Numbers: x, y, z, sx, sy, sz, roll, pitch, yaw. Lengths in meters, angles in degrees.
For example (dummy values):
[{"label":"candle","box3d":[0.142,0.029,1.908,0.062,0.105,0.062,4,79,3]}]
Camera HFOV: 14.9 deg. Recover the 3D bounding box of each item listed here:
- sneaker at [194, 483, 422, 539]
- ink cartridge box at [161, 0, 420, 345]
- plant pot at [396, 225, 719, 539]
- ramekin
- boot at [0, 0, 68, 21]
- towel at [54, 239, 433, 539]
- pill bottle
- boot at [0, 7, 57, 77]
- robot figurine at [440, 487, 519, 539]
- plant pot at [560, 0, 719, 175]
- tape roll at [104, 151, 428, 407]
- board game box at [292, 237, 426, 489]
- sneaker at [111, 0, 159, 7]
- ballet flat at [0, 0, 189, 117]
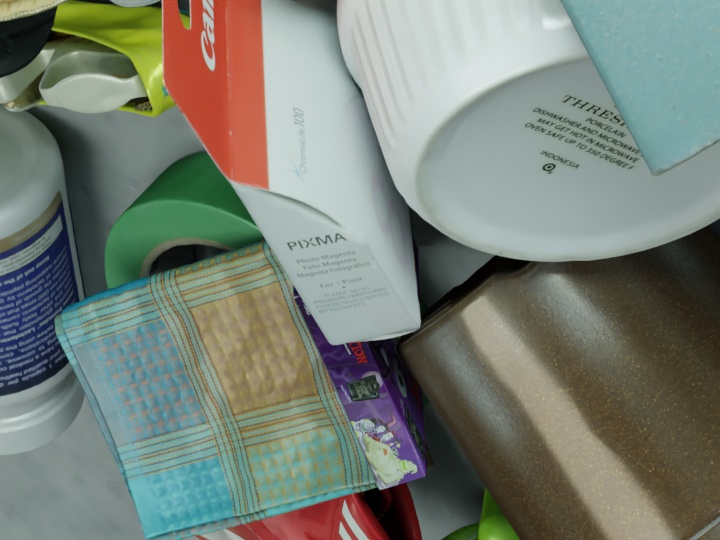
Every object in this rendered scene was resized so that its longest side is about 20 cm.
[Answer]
[{"label":"sneaker","box3d":[-0.043,0.110,1.543,0.200,0.078,0.116,39,127,7]},{"label":"ink cartridge box","box3d":[-0.029,-0.086,1.182,0.057,0.163,0.200,-11,144,10]},{"label":"plant pot","box3d":[0.132,0.066,1.300,0.199,0.200,0.200,51,145,0]},{"label":"ramekin","box3d":[0.093,-0.084,1.155,0.201,0.095,0.203,-5,149,-3]},{"label":"boot","box3d":[-0.102,-0.208,1.208,0.200,0.156,0.073,-35,119,28]},{"label":"towel","box3d":[-0.066,0.064,1.482,0.199,0.022,0.147,-17,98,35]},{"label":"pill bottle","box3d":[-0.221,0.008,1.626,0.115,0.116,0.201,23,140,25]},{"label":"boot","box3d":[-0.212,-0.179,1.386,0.168,0.076,0.201,141,106,-78]},{"label":"robot figurine","box3d":[0.107,0.199,1.514,0.199,0.115,0.177,2,113,45]},{"label":"plant pot","box3d":[0.158,-0.190,0.997,0.200,0.196,0.196,54,144,-3]},{"label":"tape roll","box3d":[-0.051,0.027,1.543,0.200,0.048,0.201,25,141,22]},{"label":"board game box","box3d":[0.000,0.000,1.354,0.032,0.200,0.121,-14,123,8]},{"label":"sneaker","box3d":[-0.101,-0.183,1.346,0.073,0.071,0.200,41,145,0]},{"label":"ballet flat","box3d":[-0.162,-0.113,1.483,0.199,0.067,0.067,8,133,39]}]
